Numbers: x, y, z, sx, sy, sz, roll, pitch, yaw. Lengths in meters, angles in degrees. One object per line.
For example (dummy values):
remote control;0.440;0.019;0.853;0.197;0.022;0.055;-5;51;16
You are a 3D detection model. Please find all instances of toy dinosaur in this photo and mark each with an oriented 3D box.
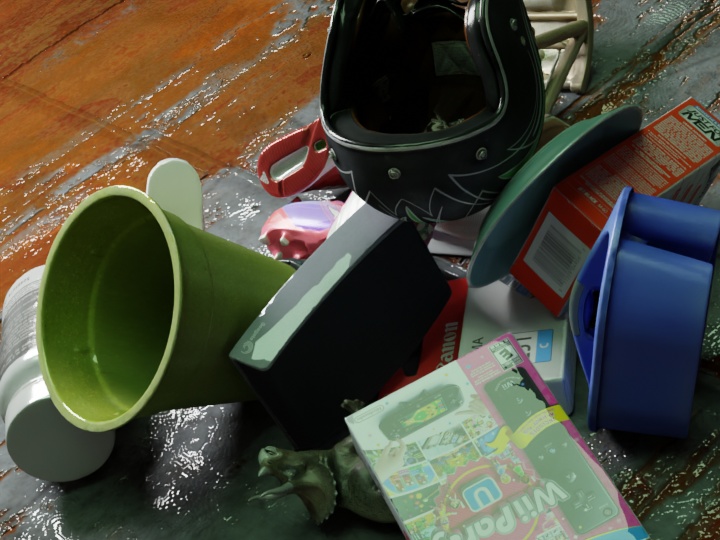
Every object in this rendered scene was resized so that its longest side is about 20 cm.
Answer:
toy dinosaur;0.022;0.161;1.246;0.198;0.077;0.103;8;59;15

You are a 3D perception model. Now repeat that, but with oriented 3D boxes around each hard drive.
hard drive;-0.009;0.045;1.334;0.042;0.135;0.200;19;60;47

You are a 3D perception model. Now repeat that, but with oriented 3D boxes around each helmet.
helmet;0.059;-0.134;1.283;0.198;0.193;0.200;1;1;0

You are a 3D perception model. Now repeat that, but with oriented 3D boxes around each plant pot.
plant pot;-0.144;0.041;1.356;0.189;0.202;0.199;9;8;-45

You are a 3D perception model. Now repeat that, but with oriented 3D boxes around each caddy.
caddy;0.209;0.034;1.200;0.104;0.202;0.142;10;40;14

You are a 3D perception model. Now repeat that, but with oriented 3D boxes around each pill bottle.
pill bottle;-0.273;0.092;1.447;0.113;0.115;0.201;-20;34;3

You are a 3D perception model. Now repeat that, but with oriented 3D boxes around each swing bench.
swing bench;0.118;-0.218;1.648;0.197;0.131;0.200;5;37;35

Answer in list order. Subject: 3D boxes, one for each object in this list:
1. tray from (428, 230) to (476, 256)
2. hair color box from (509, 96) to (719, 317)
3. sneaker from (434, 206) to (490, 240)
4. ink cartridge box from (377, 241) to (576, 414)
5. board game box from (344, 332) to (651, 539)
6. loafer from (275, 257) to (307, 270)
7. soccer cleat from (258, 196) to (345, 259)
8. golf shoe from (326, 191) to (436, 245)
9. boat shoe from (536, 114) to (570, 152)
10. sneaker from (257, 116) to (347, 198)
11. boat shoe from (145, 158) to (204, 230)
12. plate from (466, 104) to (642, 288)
tray;0.101;-0.056;1.526;0.198;0.022;0.108;4;43;33
hair color box;0.223;-0.055;1.333;0.199;0.111;0.064;-30;66;-37
sneaker;0.095;-0.092;1.476;0.115;0.074;0.199;-39;27;-23
ink cartridge box;0.098;0.051;1.362;0.174;0.045;0.201;-9;36;17
board game box;0.098;0.162;1.144;0.146;0.065;0.201;-27;54;-7
loafer;-0.097;0.022;1.504;0.199;0.074;0.072;4;2;43
soccer cleat;-0.010;-0.037;1.522;0.199;0.067;0.077;5;48;39
golf shoe;0.000;0.000;1.419;0.091;0.075;0.202;20;82;49
boat shoe;0.190;-0.092;1.418;0.071;0.076;0.199;31;21;24
sneaker;0.000;-0.135;1.587;0.198;0.079;0.115;-19;-2;22
boat shoe;-0.179;-0.003;1.498;0.071;0.202;0.069;-6;-1;-7
plate;0.152;-0.065;1.297;0.200;0.201;0.026;-37;72;-21
